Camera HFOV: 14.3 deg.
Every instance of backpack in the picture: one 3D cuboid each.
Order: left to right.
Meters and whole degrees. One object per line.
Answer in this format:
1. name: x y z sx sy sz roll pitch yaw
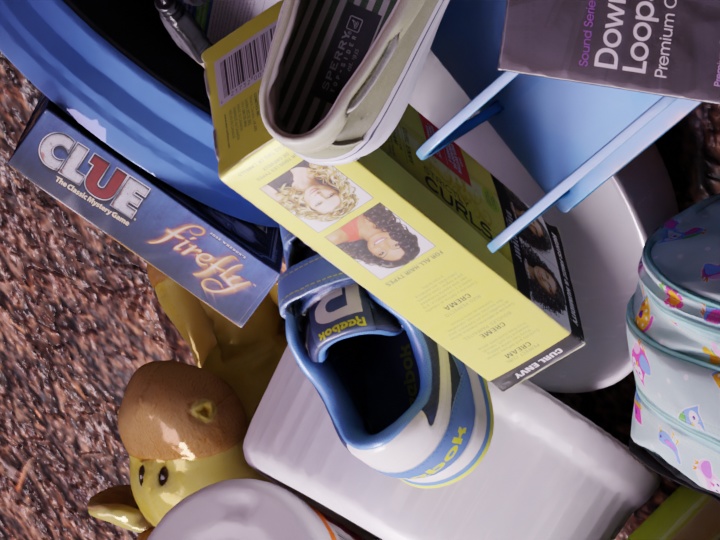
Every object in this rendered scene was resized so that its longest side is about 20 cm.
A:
1. backpack: 0.206 0.044 1.214 0.199 0.166 0.127 19 117 43

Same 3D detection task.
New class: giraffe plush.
1. giraffe plush: -0.069 0.079 1.548 0.200 0.162 0.172 53 147 -4

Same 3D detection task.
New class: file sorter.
1. file sorter: 0.055 -0.130 1.172 0.139 0.123 0.200 -40 87 27

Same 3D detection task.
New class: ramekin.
1. ramekin: 0.038 0.095 1.416 0.200 0.098 0.200 30 173 4

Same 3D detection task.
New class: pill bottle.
1. pill bottle: -0.021 0.187 1.447 0.114 0.115 0.200 22 170 35

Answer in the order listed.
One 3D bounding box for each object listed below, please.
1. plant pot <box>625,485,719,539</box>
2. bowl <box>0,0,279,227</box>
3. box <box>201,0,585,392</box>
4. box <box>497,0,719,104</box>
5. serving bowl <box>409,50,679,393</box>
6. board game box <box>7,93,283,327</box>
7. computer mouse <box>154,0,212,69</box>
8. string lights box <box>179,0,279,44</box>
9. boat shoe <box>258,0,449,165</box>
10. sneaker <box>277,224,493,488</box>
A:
1. plant pot: 0.176 0.215 1.372 0.199 0.200 0.182 38 140 17
2. bowl: -0.100 -0.099 1.407 0.200 0.200 0.039 41 105 13
3. box: 0.016 -0.029 1.214 0.050 0.076 0.200 -32 134 23
4. box: 0.156 -0.130 1.056 0.199 0.036 0.144 9 100 16
5. serving bowl: 0.075 -0.042 1.344 0.200 0.066 0.201 32 144 27
6. board game box: -0.098 -0.053 1.419 0.135 0.200 0.035 35 105 -10
7. computer mouse: -0.065 -0.146 1.242 0.200 0.046 0.141 73 -175 -71
8. string lights box: -0.088 -0.185 1.398 0.200 0.059 0.103 40 146 14
9. boat shoe: 0.015 -0.133 1.074 0.072 0.062 0.201 19 97 9
10. sneaker: 0.000 0.000 1.294 0.074 0.082 0.201 -26 77 23
